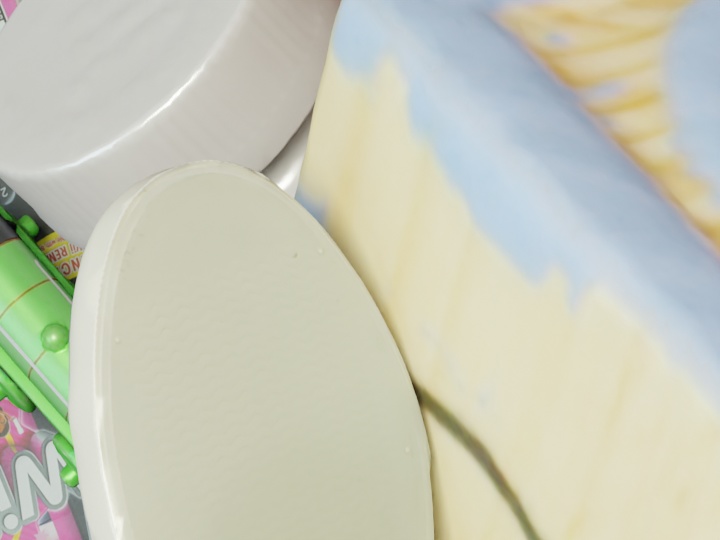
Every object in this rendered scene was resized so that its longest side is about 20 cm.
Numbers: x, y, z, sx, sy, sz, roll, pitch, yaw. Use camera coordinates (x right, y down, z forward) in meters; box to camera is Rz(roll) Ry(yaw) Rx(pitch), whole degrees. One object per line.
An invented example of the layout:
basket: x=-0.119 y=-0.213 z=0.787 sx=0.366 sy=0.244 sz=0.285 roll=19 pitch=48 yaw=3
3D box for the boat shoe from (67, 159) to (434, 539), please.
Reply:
boat shoe: x=-0.022 y=0.081 z=0.568 sx=0.071 sy=0.070 sz=0.202 roll=-12 pitch=94 yaw=57

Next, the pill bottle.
pill bottle: x=0.000 y=0.000 z=0.748 sx=0.200 sy=0.110 sz=0.109 roll=45 pitch=168 yaw=-35

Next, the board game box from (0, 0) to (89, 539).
board game box: x=-0.113 y=0.039 z=0.855 sx=0.147 sy=0.064 sz=0.201 roll=-26 pitch=79 yaw=15

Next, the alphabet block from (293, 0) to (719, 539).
alphabet block: x=0.102 y=0.053 z=0.610 sx=0.195 sy=0.196 sz=0.201 roll=51 pitch=142 yaw=39

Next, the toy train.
toy train: x=-0.052 y=0.051 z=0.770 sx=0.200 sy=0.042 sz=0.056 roll=46 pitch=171 yaw=13
